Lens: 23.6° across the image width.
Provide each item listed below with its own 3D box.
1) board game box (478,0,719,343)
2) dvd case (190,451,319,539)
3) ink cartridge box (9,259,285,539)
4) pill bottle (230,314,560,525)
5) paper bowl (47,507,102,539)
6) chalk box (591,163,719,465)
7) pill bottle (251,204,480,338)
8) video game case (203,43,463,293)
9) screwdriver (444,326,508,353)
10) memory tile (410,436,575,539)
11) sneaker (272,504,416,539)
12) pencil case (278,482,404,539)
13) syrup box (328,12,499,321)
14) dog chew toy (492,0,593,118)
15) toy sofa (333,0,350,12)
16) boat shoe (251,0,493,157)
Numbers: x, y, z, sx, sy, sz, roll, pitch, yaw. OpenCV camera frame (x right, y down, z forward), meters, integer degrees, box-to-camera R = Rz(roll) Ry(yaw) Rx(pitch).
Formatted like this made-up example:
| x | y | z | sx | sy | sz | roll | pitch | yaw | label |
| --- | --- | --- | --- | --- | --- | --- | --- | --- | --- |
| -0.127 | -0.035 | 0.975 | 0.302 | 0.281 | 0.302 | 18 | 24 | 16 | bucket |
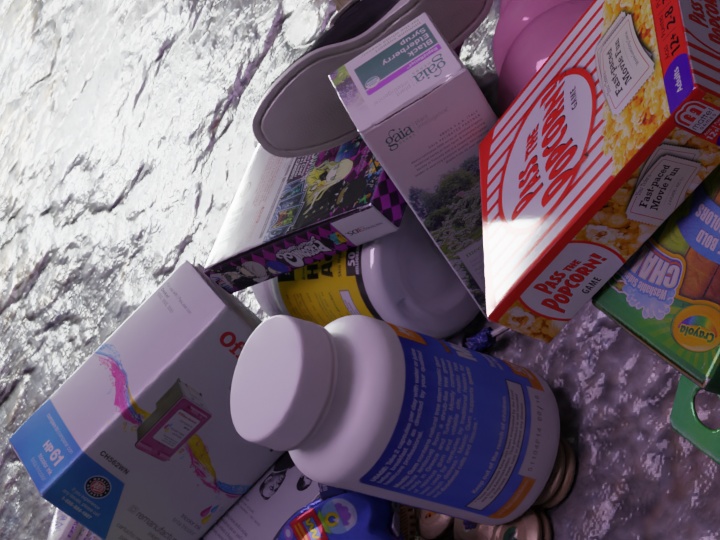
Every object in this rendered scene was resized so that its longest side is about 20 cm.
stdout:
| x | y | z | sx | sy | sz | roll | pitch | yaw | label |
| --- | --- | --- | --- | --- | --- | --- | --- | --- | --- |
| 0.140 | -0.077 | 0.982 | 0.200 | 0.046 | 0.152 | -52 | 26 | 39 | board game box |
| -0.072 | 0.162 | 1.354 | 0.200 | 0.025 | 0.150 | -49 | 35 | -5 | dvd case |
| -0.143 | 0.114 | 1.326 | 0.200 | 0.145 | 0.085 | -46 | 39 | -1 | ink cartridge box |
| 0.021 | 0.093 | 1.118 | 0.112 | 0.200 | 0.112 | -33 | 47 | 45 | pill bottle |
| -0.188 | 0.171 | 1.498 | 0.201 | 0.104 | 0.201 | -59 | 14 | 25 | paper bowl |
| 0.222 | 0.008 | 0.953 | 0.200 | 0.124 | 0.124 | -65 | 32 | 10 | chalk box |
| 0.000 | 0.000 | 1.319 | 0.200 | 0.111 | 0.111 | -7 | 68 | 57 | pill bottle |
| -0.019 | -0.088 | 1.292 | 0.181 | 0.036 | 0.200 | -21 | 38 | 41 | video game case |
| 0.101 | 0.038 | 1.213 | 0.200 | 0.029 | 0.028 | -39 | 44 | 49 | screwdriver |
| 0.073 | 0.197 | 1.190 | 0.153 | 0.017 | 0.200 | 15 | 87 | 59 | memory tile |
| -0.026 | 0.253 | 1.229 | 0.108 | 0.070 | 0.200 | -16 | 54 | 49 | sneaker |
| 0.019 | 0.234 | 1.126 | 0.087 | 0.078 | 0.200 | -31 | 67 | 7 | pencil case |
| 0.066 | -0.066 | 1.149 | 0.079 | 0.200 | 0.081 | -33 | 39 | 5 | syrup box |
| 0.146 | -0.147 | 1.169 | 0.125 | 0.124 | 0.200 | -53 | 27 | 27 | dog chew toy |
| 0.051 | -0.273 | 1.432 | 0.200 | 0.098 | 0.083 | -15 | 37 | 54 | toy sofa |
| 0.003 | -0.158 | 1.236 | 0.200 | 0.074 | 0.060 | -40 | 30 | 3 | boat shoe |
